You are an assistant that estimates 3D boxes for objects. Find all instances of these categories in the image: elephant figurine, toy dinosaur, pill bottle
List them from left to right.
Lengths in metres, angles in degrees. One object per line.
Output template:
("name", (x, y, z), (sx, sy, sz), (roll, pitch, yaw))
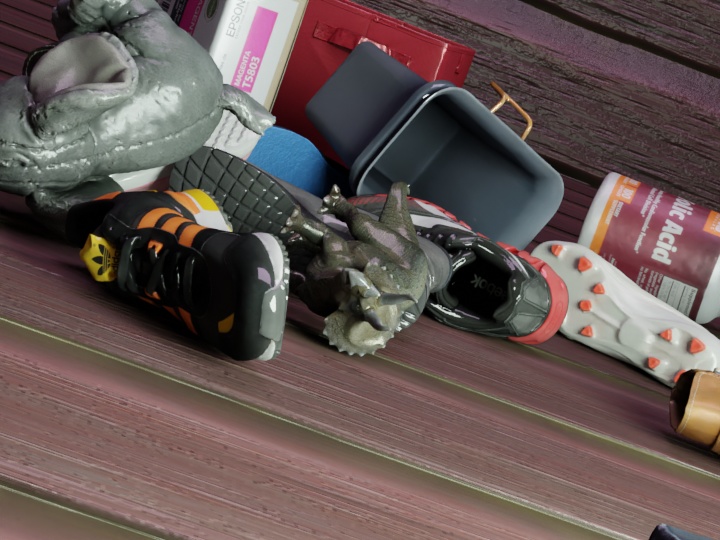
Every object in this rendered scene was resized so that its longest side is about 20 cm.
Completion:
("elephant figurine", (-0.185, -0.086, 1.245), (0.155, 0.142, 0.200), (-19, 19, 38))
("toy dinosaur", (0.000, 0.000, 1.268), (0.102, 0.077, 0.200), (37, 21, 8))
("pill bottle", (0.327, -0.014, 2.068), (0.199, 0.115, 0.114), (22, 8, 11))

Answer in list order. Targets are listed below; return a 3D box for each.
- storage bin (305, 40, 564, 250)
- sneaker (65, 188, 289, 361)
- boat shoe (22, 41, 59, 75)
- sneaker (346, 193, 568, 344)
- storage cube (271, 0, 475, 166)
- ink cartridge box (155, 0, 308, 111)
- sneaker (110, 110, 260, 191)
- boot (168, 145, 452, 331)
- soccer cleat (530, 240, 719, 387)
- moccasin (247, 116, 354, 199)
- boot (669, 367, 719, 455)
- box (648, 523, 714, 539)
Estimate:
("storage bin", (0.057, -0.104, 1.655), (0.200, 0.146, 0.134), (35, 8, -46))
("sneaker", (-0.105, 0.002, 1.103), (0.089, 0.070, 0.200), (1, 16, -23))
("boat shoe", (-0.239, -0.159, 1.736), (0.060, 0.072, 0.201), (7, 13, -44))
("sneaker", (0.055, -0.007, 1.493), (0.200, 0.071, 0.098), (26, 7, 23))
("storage cube", (0.001, -0.174, 2.060), (0.170, 0.181, 0.200), (22, 7, 9))
("ink cartridge box", (-0.130, -0.186, 1.743), (0.075, 0.201, 0.165), (16, 9, -28))
("sneaker", (-0.173, -0.073, 1.400), (0.199, 0.076, 0.105), (-8, -20, -25))
("boot", (-0.035, -0.025, 1.393), (0.199, 0.070, 0.132), (33, 14, 1))
("soccer cleat", (0.216, 0.042, 1.621), (0.200, 0.070, 0.077), (35, 10, 32))
("moccasin", (-0.061, -0.069, 1.649), (0.068, 0.081, 0.200), (22, -7, 37))
("boot", (0.284, 0.108, 1.292), (0.154, 0.077, 0.200), (22, 6, -3))
("box", (0.169, 0.170, 0.473), (0.195, 0.125, 0.200), (15, 10, -22))
